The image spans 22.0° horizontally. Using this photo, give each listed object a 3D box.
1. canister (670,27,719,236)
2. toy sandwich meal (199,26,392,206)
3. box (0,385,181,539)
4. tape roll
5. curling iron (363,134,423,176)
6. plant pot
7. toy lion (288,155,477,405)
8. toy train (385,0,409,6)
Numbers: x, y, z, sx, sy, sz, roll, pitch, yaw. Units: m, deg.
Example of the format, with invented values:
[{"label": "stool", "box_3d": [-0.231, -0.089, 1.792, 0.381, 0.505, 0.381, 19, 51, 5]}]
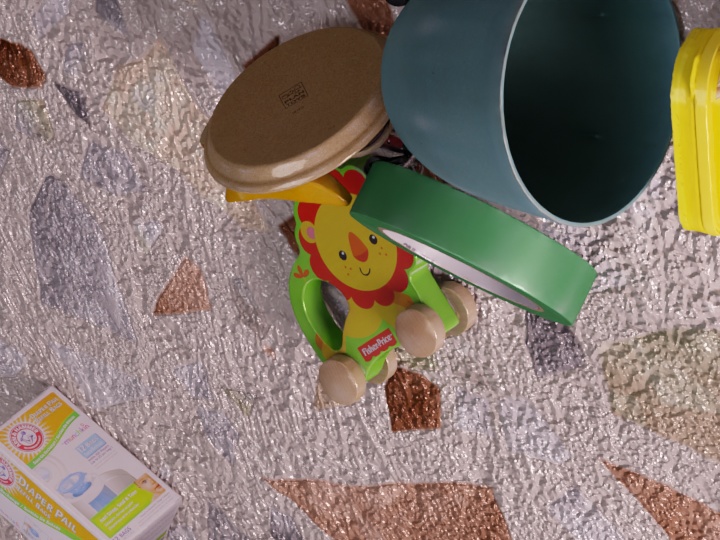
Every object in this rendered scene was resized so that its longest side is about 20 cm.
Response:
[{"label": "canister", "box_3d": [0.323, -0.088, 1.275, 0.199, 0.087, 0.149, 7, 127, 26]}, {"label": "toy sandwich meal", "box_3d": [-0.044, -0.118, 1.516, 0.204, 0.206, 0.070, 4, 141, 38]}, {"label": "box", "box_3d": [-0.314, 0.242, 2.030, 0.200, 0.112, 0.102, 39, 136, 13]}, {"label": "tape roll", "box_3d": [0.089, -0.021, 1.468, 0.200, 0.048, 0.200, 27, 178, 1]}, {"label": "curling iron", "box_3d": [-0.029, -0.118, 1.593, 0.199, 0.050, 0.026, 28, 158, 33]}, {"label": "plant pot", "box_3d": [0.113, -0.141, 1.358, 0.160, 0.200, 0.202, 12, 126, 46]}, {"label": "toy lion", "box_3d": [0.000, 0.000, 1.645, 0.200, 0.069, 0.192, -36, 86, 48]}, {"label": "toy train", "box_3d": [0.021, -0.297, 1.424, 0.034, 0.046, 0.201, 13, 126, 33]}]
